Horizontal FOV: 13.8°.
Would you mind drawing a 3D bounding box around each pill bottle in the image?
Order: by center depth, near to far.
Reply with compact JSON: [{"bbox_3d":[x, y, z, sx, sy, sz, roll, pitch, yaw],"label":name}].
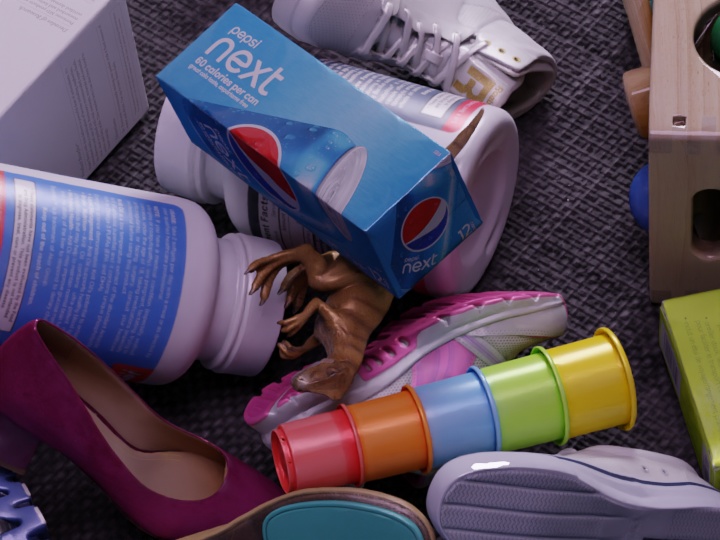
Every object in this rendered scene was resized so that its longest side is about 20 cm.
[{"bbox_3d":[-0.148,0.006,1.728,0.199,0.112,0.113,11,49,-20],"label":"pill bottle"},{"bbox_3d":[-0.016,-0.065,1.797,0.199,0.120,0.120,17,56,18],"label":"pill bottle"}]

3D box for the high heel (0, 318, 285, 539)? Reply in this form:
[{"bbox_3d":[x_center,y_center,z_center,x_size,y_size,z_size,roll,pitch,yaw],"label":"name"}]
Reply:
[{"bbox_3d":[-0.116,0.092,1.660,0.199,0.096,0.068,17,41,-20],"label":"high heel"}]

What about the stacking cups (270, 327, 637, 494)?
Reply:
[{"bbox_3d":[0.051,0.084,1.641,0.199,0.061,0.061,-14,52,-15],"label":"stacking cups"}]

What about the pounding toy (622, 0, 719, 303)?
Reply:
[{"bbox_3d":[0.202,-0.112,1.760,0.141,0.200,0.185,1,52,7],"label":"pounding toy"}]

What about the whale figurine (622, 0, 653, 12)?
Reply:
[{"bbox_3d":[0.249,-0.222,1.901,0.159,0.104,0.200,28,60,25],"label":"whale figurine"}]

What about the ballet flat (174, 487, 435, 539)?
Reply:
[{"bbox_3d":[-0.046,0.154,1.636,0.199,0.069,0.063,-13,8,20],"label":"ballet flat"}]

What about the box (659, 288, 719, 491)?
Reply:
[{"bbox_3d":[0.283,0.056,1.719,0.199,0.048,0.122,-12,53,-3],"label":"box"}]

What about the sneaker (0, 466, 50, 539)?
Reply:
[{"bbox_3d":[-0.253,0.131,1.695,0.115,0.081,0.200,-24,55,-15],"label":"sneaker"}]

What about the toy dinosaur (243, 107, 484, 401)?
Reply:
[{"bbox_3d":[0.000,0.000,1.692,0.106,0.060,0.201,4,54,30],"label":"toy dinosaur"}]

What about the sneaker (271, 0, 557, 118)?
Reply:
[{"bbox_3d":[0.043,-0.141,1.830,0.200,0.074,0.116,-2,41,-51],"label":"sneaker"}]

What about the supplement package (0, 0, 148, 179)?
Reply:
[{"bbox_3d":[-0.242,-0.094,1.841,0.119,0.122,0.200,26,58,24],"label":"supplement package"}]

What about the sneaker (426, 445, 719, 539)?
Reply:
[{"bbox_3d":[0.115,0.130,1.634,0.199,0.073,0.071,13,18,-30],"label":"sneaker"}]

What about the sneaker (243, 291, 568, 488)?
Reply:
[{"bbox_3d":[0.035,0.074,1.711,0.199,0.081,0.089,-26,98,-13],"label":"sneaker"}]

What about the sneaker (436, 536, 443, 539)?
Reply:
[{"bbox_3d":[0.022,0.205,1.623,0.199,0.075,0.106,-11,47,-14],"label":"sneaker"}]

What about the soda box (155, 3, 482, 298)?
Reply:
[{"bbox_3d":[-0.025,-0.069,1.674,0.068,0.064,0.200,-42,48,-13],"label":"soda box"}]
